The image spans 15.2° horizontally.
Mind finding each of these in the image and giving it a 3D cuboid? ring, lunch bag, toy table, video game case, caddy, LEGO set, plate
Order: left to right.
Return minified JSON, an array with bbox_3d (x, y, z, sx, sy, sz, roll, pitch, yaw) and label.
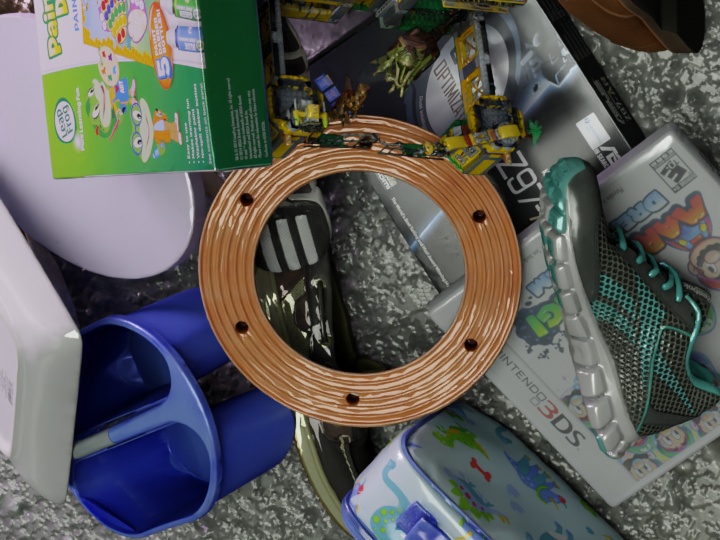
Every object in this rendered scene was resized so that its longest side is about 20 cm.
[{"bbox_3d":[-0.241,0.031,1.748,0.200,0.032,0.200,55,152,27],"label":"plate"},{"bbox_3d":[-0.167,-0.087,1.751,0.184,0.117,0.200,-37,87,23],"label":"toy table"},{"bbox_3d":[-0.137,0.095,1.750,0.200,0.105,0.141,-25,90,54],"label":"caddy"},{"bbox_3d":[0.000,0.000,1.666,0.200,0.019,0.201,1,106,5],"label":"ring"},{"bbox_3d":[0.025,-0.138,1.570,0.116,0.200,0.154,139,137,-58],"label":"LEGO set"},{"bbox_3d":[0.088,0.178,1.695,0.200,0.161,0.082,43,110,5],"label":"lunch bag"},{"bbox_3d":[0.174,0.031,1.678,0.200,0.024,0.182,-37,105,23],"label":"video game case"}]

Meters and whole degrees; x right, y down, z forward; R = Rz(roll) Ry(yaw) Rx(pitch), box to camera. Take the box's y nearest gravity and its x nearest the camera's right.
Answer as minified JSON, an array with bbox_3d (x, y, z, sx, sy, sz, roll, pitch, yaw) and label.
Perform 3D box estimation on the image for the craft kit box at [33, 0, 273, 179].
[{"bbox_3d":[-0.129,-0.155,1.585,0.197,0.048,0.200,0,97,59],"label":"craft kit box"}]

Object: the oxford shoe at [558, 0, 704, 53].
[{"bbox_3d":[0.140,-0.176,1.591,0.071,0.200,0.071,-3,67,24],"label":"oxford shoe"}]

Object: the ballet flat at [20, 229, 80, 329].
[{"bbox_3d":[-0.246,-0.013,1.823,0.067,0.062,0.200,-17,96,23],"label":"ballet flat"}]

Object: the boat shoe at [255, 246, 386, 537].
[{"bbox_3d":[-0.015,0.076,1.756,0.066,0.072,0.201,-18,100,15],"label":"boat shoe"}]

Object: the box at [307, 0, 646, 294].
[{"bbox_3d":[0.080,-0.089,1.703,0.160,0.044,0.200,-32,90,22],"label":"box"}]

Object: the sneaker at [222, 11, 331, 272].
[{"bbox_3d":[-0.067,-0.106,1.700,0.076,0.116,0.200,-8,123,0],"label":"sneaker"}]

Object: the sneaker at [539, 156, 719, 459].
[{"bbox_3d":[0.163,0.014,1.628,0.091,0.078,0.200,-16,119,3],"label":"sneaker"}]
